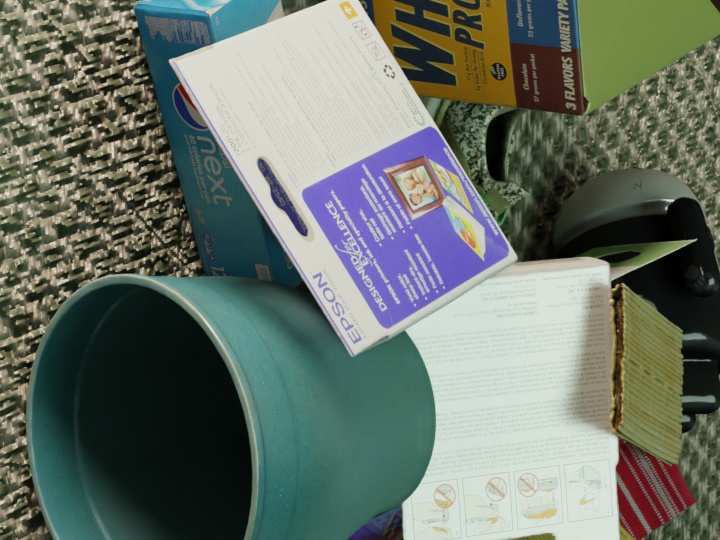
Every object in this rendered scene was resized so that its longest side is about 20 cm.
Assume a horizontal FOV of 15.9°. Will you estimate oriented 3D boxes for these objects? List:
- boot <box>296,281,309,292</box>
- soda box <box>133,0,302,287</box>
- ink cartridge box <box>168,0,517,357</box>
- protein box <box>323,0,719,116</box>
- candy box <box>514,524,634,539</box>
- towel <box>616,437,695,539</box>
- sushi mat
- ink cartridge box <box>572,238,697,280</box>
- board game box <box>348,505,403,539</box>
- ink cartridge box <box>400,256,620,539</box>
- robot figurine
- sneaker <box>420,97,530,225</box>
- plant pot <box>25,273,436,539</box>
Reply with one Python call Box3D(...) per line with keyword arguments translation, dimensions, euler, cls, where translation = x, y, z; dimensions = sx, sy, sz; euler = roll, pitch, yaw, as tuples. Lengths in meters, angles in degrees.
Box3D(translation=(0.000, 0.000, 1.703), dimensions=(0.075, 0.074, 0.200), euler=(38, 71, -12), cls="boot")
Box3D(translation=(-0.075, -0.087, 1.605), dimensions=(0.068, 0.064, 0.201), euler=(-42, 130, -41), cls="soda box")
Box3D(translation=(-0.017, -0.055, 1.509), dimensions=(0.199, 0.043, 0.200), euler=(59, 35, 2), cls="ink cartridge box")
Box3D(translation=(0.110, -0.205, 1.716), dimensions=(0.198, 0.199, 0.136), euler=(-31, 122, -47), cls="protein box")
Box3D(translation=(0.084, 0.232, 1.734), dimensions=(0.199, 0.056, 0.117), euler=(-14, 138, -38), cls="candy box")
Box3D(translation=(0.140, 0.187, 1.814), dimensions=(0.200, 0.023, 0.145), euler=(-35, 142, -3), cls="towel")
Box3D(translation=(0.189, 0.072, 1.703), dimensions=(0.200, 0.012, 0.096), euler=(30, 60, -70), cls="sushi mat")
Box3D(translation=(0.119, 0.036, 1.746), dimensions=(0.199, 0.145, 0.048), euler=(-21, 97, -23), cls="ink cartridge box")
Box3D(translation=(-0.024, 0.242, 1.705), dimensions=(0.200, 0.039, 0.158), euler=(-19, 139, -41), cls="board game box")
Box3D(translation=(0.084, 0.098, 1.628), dimensions=(0.160, 0.050, 0.201), euler=(-5, 96, -25), cls="ink cartridge box")
Box3D(translation=(0.215, 0.021, 1.945), dimensions=(0.125, 0.150, 0.201), euler=(30, 45, -56), cls="robot figurine")
Box3D(translation=(0.072, -0.046, 1.797), dimensions=(0.077, 0.088, 0.201), euler=(7, 93, -55), cls="sneaker")
Box3D(translation=(-0.063, 0.092, 1.526), dimensions=(0.188, 0.200, 0.201), euler=(-9, 105, -45), cls="plant pot")
